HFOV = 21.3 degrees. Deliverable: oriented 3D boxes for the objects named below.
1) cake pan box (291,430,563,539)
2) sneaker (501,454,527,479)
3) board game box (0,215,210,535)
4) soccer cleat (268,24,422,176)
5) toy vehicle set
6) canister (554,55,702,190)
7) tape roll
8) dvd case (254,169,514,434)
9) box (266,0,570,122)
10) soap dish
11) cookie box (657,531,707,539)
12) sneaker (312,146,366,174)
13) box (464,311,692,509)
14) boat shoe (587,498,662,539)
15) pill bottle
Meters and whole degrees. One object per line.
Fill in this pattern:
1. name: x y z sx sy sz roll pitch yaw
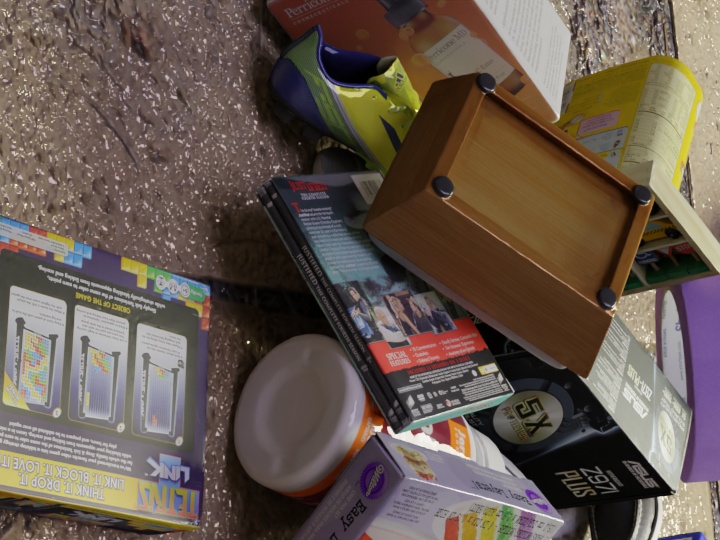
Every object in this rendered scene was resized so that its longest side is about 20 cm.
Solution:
1. cake pan box: 0.027 0.214 1.345 0.199 0.185 0.052 23 22 -47
2. sneaker: 0.112 0.227 1.527 0.201 0.078 0.080 58 35 -27
3. board game box: -0.181 0.070 1.201 0.199 0.056 0.167 21 65 -49
4. soccer cleat: 0.023 -0.116 1.459 0.199 0.084 0.065 28 24 -23
5. toy vehicle set: 0.187 -0.023 1.597 0.124 0.199 0.027 44 47 -35
6. canister: 0.222 -0.091 1.709 0.087 0.148 0.201 51 42 -30
7. tape roll: 0.302 0.081 1.661 0.200 0.065 0.202 -5 90 -89
8. dvd case: 0.019 0.017 1.366 0.146 0.022 0.201 -10 66 -56
9. box: 0.049 -0.195 1.493 0.200 0.151 0.107 49 37 -32
10. soap dish: 0.116 -0.040 1.397 0.199 0.081 0.158 34 51 -9
11. cookie box: 0.288 0.368 1.723 0.172 0.075 0.201 57 42 -26
12. sneaker: 0.000 0.000 1.457 0.070 0.080 0.202 -2 62 -42
13. box: 0.146 0.100 1.538 0.200 0.163 0.087 49 45 -34
14. boat shoe: 0.229 0.175 1.703 0.060 0.073 0.201 45 44 -36
15. pill bottle: 0.012 0.131 1.390 0.199 0.113 0.115 30 57 -44
